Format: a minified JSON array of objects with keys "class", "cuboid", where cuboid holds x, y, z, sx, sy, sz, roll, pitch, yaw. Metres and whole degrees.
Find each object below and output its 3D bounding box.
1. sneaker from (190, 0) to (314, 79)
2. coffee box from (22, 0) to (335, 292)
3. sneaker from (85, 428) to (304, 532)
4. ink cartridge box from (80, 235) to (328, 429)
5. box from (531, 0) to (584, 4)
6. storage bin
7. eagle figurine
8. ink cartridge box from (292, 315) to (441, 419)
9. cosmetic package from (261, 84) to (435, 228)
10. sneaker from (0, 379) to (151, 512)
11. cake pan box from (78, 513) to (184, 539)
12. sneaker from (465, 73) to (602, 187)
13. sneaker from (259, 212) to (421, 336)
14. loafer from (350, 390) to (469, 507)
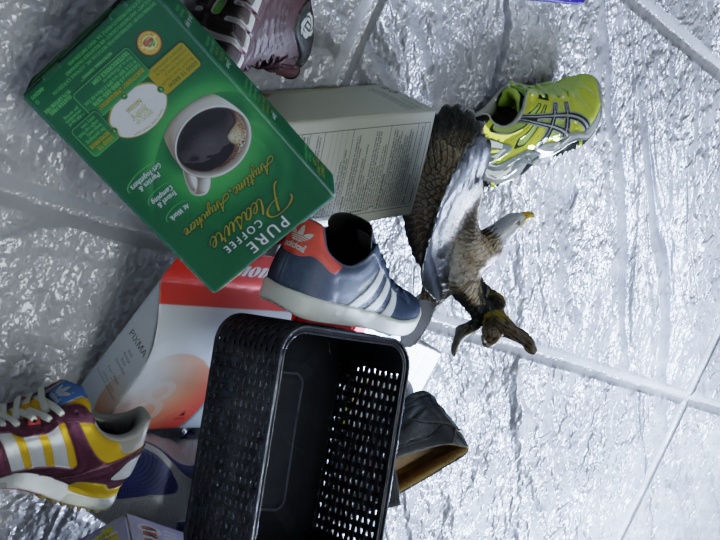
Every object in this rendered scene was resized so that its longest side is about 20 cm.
[{"class":"sneaker","cuboid":[-0.091,-0.157,1.052,0.201,0.075,0.116,-57,146,-7]},{"class":"coffee box","cuboid":[-0.124,-0.093,0.965,0.123,0.044,0.200,-39,110,14]},{"class":"sneaker","cuboid":[-0.155,0.176,1.181,0.198,0.115,0.081,15,97,-22]},{"class":"ink cartridge box","cuboid":[-0.113,0.051,1.118,0.161,0.050,0.200,6,134,-51]},{"class":"box","cuboid":[0.129,-0.340,1.170,0.183,0.104,0.202,-9,118,-48]},{"class":"storage bin","cuboid":[-0.051,0.143,1.095,0.134,0.093,0.202,10,87,-40]},{"class":"eagle figurine","cuboid":[0.090,-0.034,1.244,0.151,0.151,0.201,-45,119,-39]},{"class":"ink cartridge box","cuboid":[-0.020,0.092,1.295,0.199,0.067,0.117,25,94,-54]},{"class":"cosmetic package","cuboid":[-0.034,-0.095,1.157,0.199,0.071,0.106,-9,121,-47]},{"class":"sneaker","cuboid":[-0.250,0.116,1.017,0.199,0.075,0.091,19,107,-45]},{"class":"cake pan box","cuboid":[-0.199,0.281,1.143,0.183,0.053,0.200,-29,147,20]},{"class":"sneaker","cuboid":[0.175,-0.155,1.367,0.199,0.075,0.077,-35,136,-33]},{"class":"sneaker","cuboid":[0.000,0.000,1.127,0.199,0.074,0.085,10,101,-60]},{"class":"loafer","cuboid":[0.014,0.193,1.291,0.199,0.072,0.073,-37,142,-19]}]
